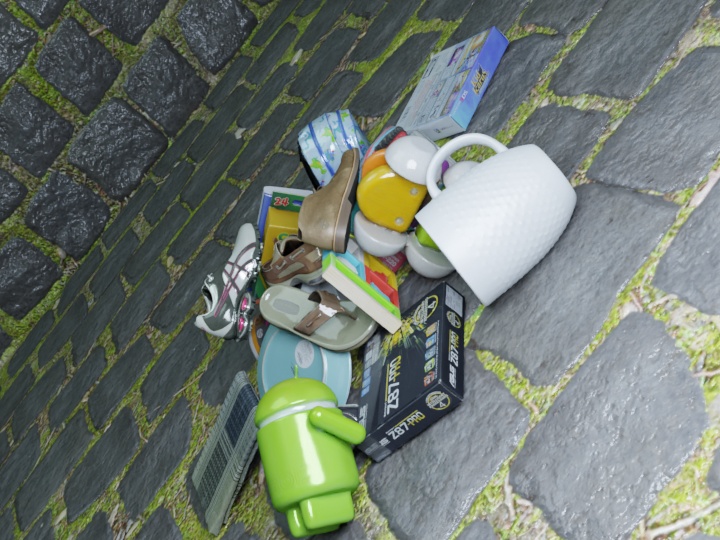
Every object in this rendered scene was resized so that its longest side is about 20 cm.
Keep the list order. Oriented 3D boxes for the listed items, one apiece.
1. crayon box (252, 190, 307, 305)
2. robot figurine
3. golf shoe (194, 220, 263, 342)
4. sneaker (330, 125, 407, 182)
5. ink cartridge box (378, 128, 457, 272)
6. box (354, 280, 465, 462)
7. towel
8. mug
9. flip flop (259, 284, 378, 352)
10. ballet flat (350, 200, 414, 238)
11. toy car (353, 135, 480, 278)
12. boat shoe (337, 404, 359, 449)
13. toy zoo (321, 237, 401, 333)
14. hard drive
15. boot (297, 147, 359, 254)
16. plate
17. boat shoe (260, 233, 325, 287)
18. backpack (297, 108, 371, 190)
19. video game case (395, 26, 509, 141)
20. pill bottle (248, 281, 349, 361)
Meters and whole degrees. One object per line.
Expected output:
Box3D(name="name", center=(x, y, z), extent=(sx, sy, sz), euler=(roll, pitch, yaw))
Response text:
Box3D(name="crayon box", center=(-0.099, -0.027, 1.756), extent=(0.051, 0.124, 0.202), euler=(-96, 16, -50))
Box3D(name="robot figurine", center=(-0.069, 0.227, 1.387), extent=(0.176, 0.114, 0.203), euler=(-46, 55, 53))
Box3D(name="golf shoe", center=(-0.200, 0.008, 1.701), extent=(0.077, 0.086, 0.204), euler=(118, 161, -60))
Box3D(name="sneaker", center=(-0.005, -0.143, 1.674), extent=(0.095, 0.079, 0.201), euler=(30, 82, 44))
Box3D(name="ink cartridge box", center=(0.068, -0.110, 1.730), extent=(0.201, 0.084, 0.146), euler=(-50, 23, 8))
Box3D(name="box", center=(0.067, 0.129, 1.434), extent=(0.161, 0.049, 0.202), euler=(-41, 24, 31))
Box3D(name="towel", center=(-0.199, 0.281, 1.693), extent=(0.203, 0.034, 0.193), euler=(-65, 23, 9))
Box3D(name="mug", center=(0.165, -0.087, 1.395), extent=(0.175, 0.148, 0.201), euler=(-39, 67, 4))
Box3D(name="flip flop", center=(-0.064, 0.057, 1.548), extent=(0.197, 0.058, 0.082), euler=(16, 67, 29))
Box3D(name="ballet flat", center=(0.039, -0.066, 1.620), extent=(0.067, 0.196, 0.068), euler=(132, 132, -60))
Box3D(name="toy car", center=(0.088, -0.103, 1.543), extent=(0.151, 0.197, 0.177), euler=(-89, 24, -57))
Box3D(name="boat shoe", center=(-0.051, 0.225, 1.520), extent=(0.062, 0.074, 0.199), euler=(-30, 5, -39))
Box3D(name="toy zoo", center=(0.000, 0.000, 1.547), extent=(0.020, 0.131, 0.201), euler=(-45, 17, 17))
Box3D(name="hard drive", center=(-0.109, -0.043, 1.794), extent=(0.026, 0.129, 0.202), euler=(-100, 20, -49))
Box3D(name="boot", center=(-0.041, -0.107, 1.527), extent=(0.202, 0.074, 0.075), euler=(-76, -9, -47))
Box3D(name="plate", center=(-0.091, 0.146, 1.598), extent=(0.198, 0.025, 0.205), euler=(-7, 80, 44))
Box3D(name="boat shoe", center=(-0.095, -0.021, 1.642), extent=(0.076, 0.073, 0.199), euler=(-40, 16, -31))
Box3D(name="backpack", center=(-0.027, -0.170, 1.848), extent=(0.153, 0.199, 0.164), euler=(-40, 25, 21))
Box3D(name="video game case", center=(0.154, -0.312, 1.909), extent=(0.180, 0.045, 0.202), euler=(-13, 45, 58))
Box3D(name="pill bottle", center=(-0.073, 0.075, 1.686), extent=(0.199, 0.116, 0.118), euler=(-35, 28, 35))
